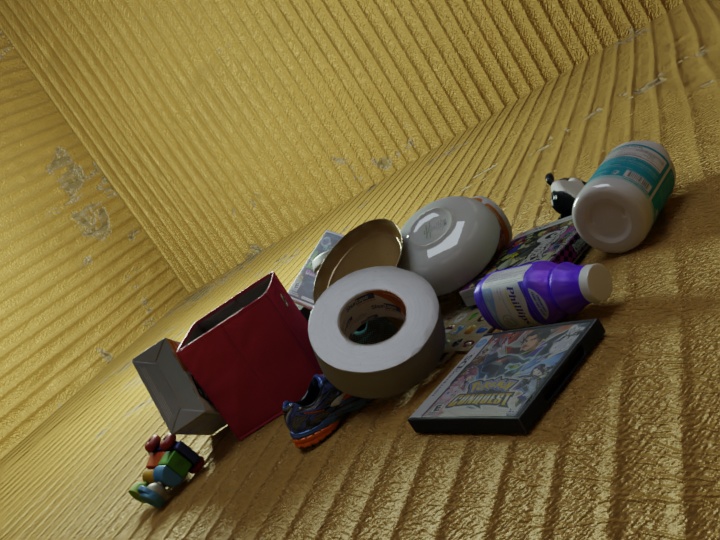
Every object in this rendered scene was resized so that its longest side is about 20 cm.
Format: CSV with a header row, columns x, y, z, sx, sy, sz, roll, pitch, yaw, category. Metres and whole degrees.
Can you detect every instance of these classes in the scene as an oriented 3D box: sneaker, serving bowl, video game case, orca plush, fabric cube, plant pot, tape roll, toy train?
x,y,z,sx,sy,sz,roll,pitch,yaw,category
-0.034,0.181,1.173,0.200,0.079,0.075,-38,13,-21,sneaker
0.133,-0.055,1.311,0.199,0.066,0.201,-24,40,22,serving bowl
0.003,0.113,1.323,0.078,0.092,0.199,-41,13,-36,sneaker
0.277,-0.021,1.232,0.200,0.036,0.181,-40,12,-37,video game case
0.357,-0.122,1.367,0.071,0.105,0.200,-63,4,22,orca plush
-0.043,0.013,1.651,0.199,0.023,0.183,19,69,37,video game case
0.173,0.130,0.940,0.181,0.026,0.199,-41,13,-32,video game case
-0.191,0.151,1.437,0.199,0.200,0.196,-33,10,4,fabric cube
0.000,0.000,1.331,0.199,0.027,0.201,-29,40,27,plant pot
0.024,0.088,1.150,0.198,0.066,0.201,-9,47,10,tape roll
-0.373,0.365,1.388,0.199,0.085,0.116,-20,31,51,toy train

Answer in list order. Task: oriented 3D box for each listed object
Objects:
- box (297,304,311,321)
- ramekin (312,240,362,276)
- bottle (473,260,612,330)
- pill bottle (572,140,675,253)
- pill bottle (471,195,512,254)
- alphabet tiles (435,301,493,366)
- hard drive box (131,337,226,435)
x,y,z,sx,sy,sz,roll,pitch,yaw,category
-0.078,0.074,1.744,0.199,0.079,0.141,-35,9,-7,box
0.013,0.016,1.493,0.198,0.106,0.200,-12,-12,-3,ramekin
0.239,0.030,1.022,0.065,0.084,0.199,-40,13,-31,bottle
0.395,-0.119,1.136,0.110,0.111,0.200,-22,16,46,pill bottle
0.174,-0.040,1.422,0.199,0.113,0.112,-37,12,-17,pill bottle
0.164,0.085,1.204,0.200,0.006,0.166,-39,13,-25,alphabet tiles
-0.319,0.220,1.436,0.076,0.156,0.200,-33,-15,1,hard drive box
